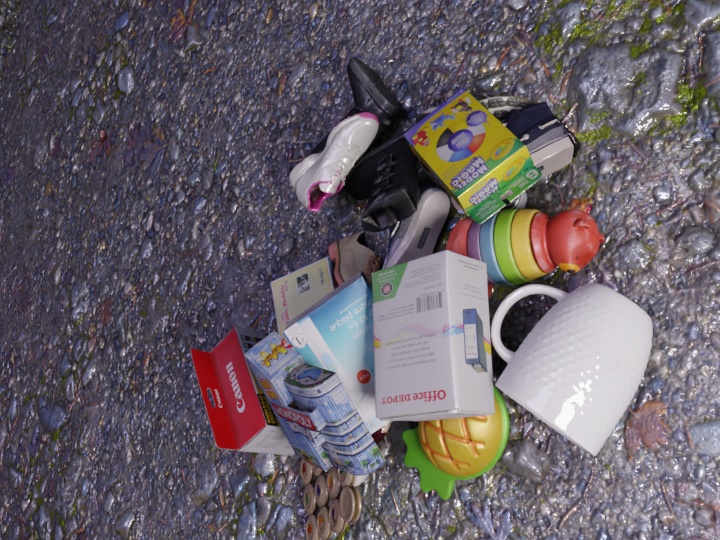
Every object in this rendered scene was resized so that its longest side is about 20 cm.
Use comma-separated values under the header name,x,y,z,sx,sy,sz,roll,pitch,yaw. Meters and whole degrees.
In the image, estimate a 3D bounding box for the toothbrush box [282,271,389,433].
name,x,y,z,sx,sy,sz,roll,pitch,yaw
toothbrush box,-0.001,0.127,1.129,0.145,0.085,0.202,-33,95,4

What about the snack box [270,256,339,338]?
name,x,y,z,sx,sy,sz,roll,pitch,yaw
snack box,-0.080,0.088,1.252,0.115,0.037,0.203,-22,59,16

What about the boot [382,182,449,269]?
name,x,y,z,sx,sy,sz,roll,pitch,yaw
boot,0.073,-0.046,1.231,0.090,0.072,0.202,34,99,56

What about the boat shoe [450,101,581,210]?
name,x,y,z,sx,sy,sz,roll,pitch,yaw
boat shoe,0.209,-0.166,1.095,0.197,0.075,0.094,-24,65,0

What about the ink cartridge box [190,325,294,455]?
name,x,y,z,sx,sy,sz,roll,pitch,yaw
ink cartridge box,-0.183,0.205,1.300,0.084,0.174,0.202,-42,54,24

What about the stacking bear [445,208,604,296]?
name,x,y,z,sx,sy,sz,roll,pitch,yaw
stacking bear,0.232,-0.033,1.049,0.198,0.121,0.116,-9,62,36

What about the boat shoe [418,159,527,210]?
name,x,y,z,sx,sy,sz,roll,pitch,yaw
boat shoe,0.166,-0.137,1.170,0.199,0.056,0.070,32,100,41

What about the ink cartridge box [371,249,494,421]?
name,x,y,z,sx,sy,sz,roll,pitch,yaw
ink cartridge box,0.092,0.093,0.996,0.144,0.087,0.204,-17,67,44

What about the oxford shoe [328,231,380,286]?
name,x,y,z,sx,sy,sz,roll,pitch,yaw
oxford shoe,0.000,0.000,1.249,0.073,0.071,0.201,-34,40,10

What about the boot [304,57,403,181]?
name,x,y,z,sx,sy,sz,roll,pitch,yaw
boot,-0.030,-0.264,1.376,0.201,0.065,0.166,-50,49,25

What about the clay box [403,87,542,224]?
name,x,y,z,sx,sy,sz,roll,pitch,yaw
clay box,0.153,-0.161,1.049,0.114,0.048,0.201,-37,45,4

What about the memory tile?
name,x,y,z,sx,sy,sz,roll,pitch,yaw
memory tile,-0.052,0.340,1.192,0.200,0.017,0.156,-50,40,49

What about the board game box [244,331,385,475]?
name,x,y,z,sx,sy,sz,roll,pitch,yaw
board game box,-0.077,0.189,1.077,0.061,0.202,0.199,-36,17,-24

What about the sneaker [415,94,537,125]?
name,x,y,z,sx,sy,sz,roll,pitch,yaw
sneaker,0.187,-0.248,1.178,0.197,0.078,0.089,1,39,24

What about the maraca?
name,x,y,z,sx,sy,sz,roll,pitch,yaw
maraca,0.130,0.231,1.063,0.201,0.106,0.138,-53,55,29

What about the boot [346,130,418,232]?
name,x,y,z,sx,sy,sz,roll,pitch,yaw
boot,0.029,-0.124,1.222,0.164,0.065,0.202,-41,26,32

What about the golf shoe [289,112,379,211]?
name,x,y,z,sx,sy,sz,roll,pitch,yaw
golf shoe,-0.036,-0.179,1.277,0.200,0.075,0.093,-41,49,28

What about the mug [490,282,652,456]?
name,x,y,z,sx,sy,sz,roll,pitch,yaw
mug,0.256,0.099,0.949,0.199,0.148,0.177,34,87,24

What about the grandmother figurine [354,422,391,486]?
name,x,y,z,sx,sy,sz,roll,pitch,yaw
grandmother figurine,-0.002,0.241,1.210,0.120,0.060,0.204,-6,71,50
